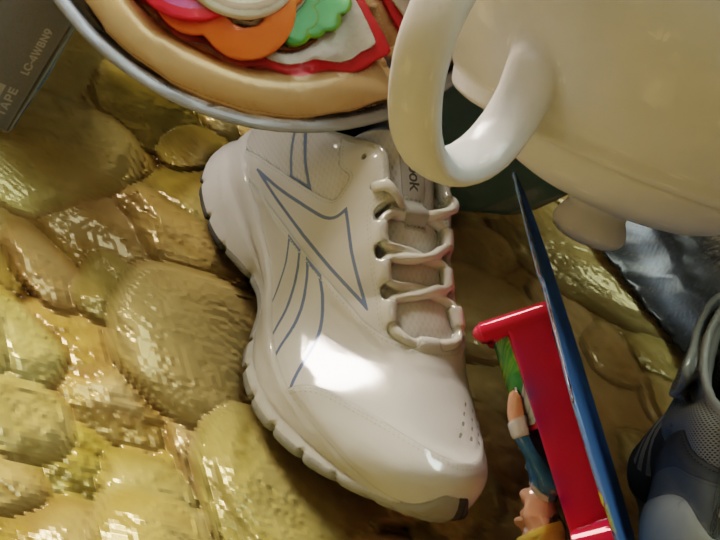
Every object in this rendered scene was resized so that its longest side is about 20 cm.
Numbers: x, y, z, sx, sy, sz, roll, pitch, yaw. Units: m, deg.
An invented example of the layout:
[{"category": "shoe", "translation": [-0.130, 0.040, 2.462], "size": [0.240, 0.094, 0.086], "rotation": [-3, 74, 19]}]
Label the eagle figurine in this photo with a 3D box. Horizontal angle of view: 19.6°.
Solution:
[{"category": "eagle figurine", "translation": [0.204, 0.006, 0.942], "size": [0.200, 0.150, 0.153], "rotation": [31, -36, 63]}]

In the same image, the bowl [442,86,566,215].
[{"category": "bowl", "translation": [0.076, -0.099, 0.879], "size": [0.105, 0.200, 0.201], "rotation": [52, 27, -11]}]

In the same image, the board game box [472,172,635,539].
[{"category": "board game box", "translation": [0.064, 0.067, 0.703], "size": [0.201, 0.039, 0.159], "rotation": [-99, 170, -52]}]

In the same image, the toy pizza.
[{"category": "toy pizza", "translation": [-0.026, -0.147, 0.735], "size": [0.198, 0.032, 0.202], "rotation": [4, 73, -14]}]

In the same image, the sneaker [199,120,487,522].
[{"category": "sneaker", "translation": [0.000, 0.000, 0.733], "size": [0.074, 0.087, 0.201], "rotation": [13, 38, -37]}]

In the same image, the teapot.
[{"category": "teapot", "translation": [0.097, -0.077, 0.675], "size": [0.199, 0.147, 0.197], "rotation": [21, 11, -13]}]

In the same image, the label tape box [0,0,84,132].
[{"category": "label tape box", "translation": [-0.198, -0.150, 0.752], "size": [0.199, 0.066, 0.144], "rotation": [26, 31, -23]}]

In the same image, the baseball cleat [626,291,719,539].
[{"category": "baseball cleat", "translation": [0.135, 0.057, 0.730], "size": [0.069, 0.107, 0.200], "rotation": [14, 7, 4]}]
